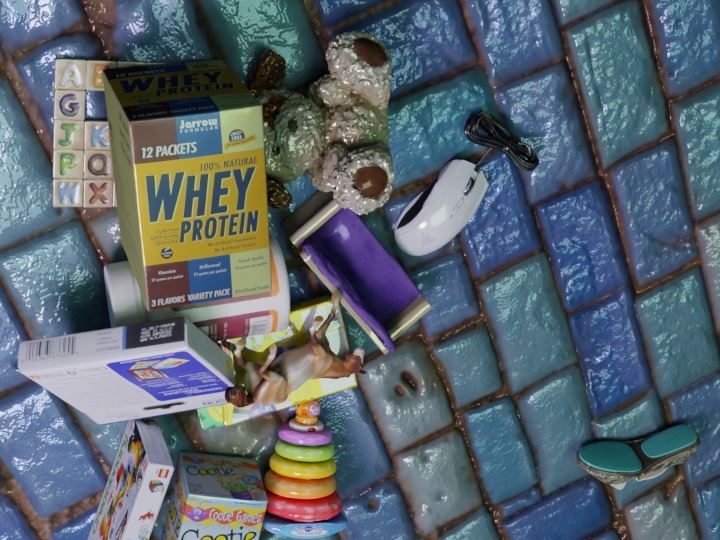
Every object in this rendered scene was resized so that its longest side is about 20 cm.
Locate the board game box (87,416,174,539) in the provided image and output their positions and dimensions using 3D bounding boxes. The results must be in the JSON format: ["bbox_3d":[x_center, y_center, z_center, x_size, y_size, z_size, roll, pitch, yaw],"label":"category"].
[{"bbox_3d":[-0.280,0.286,1.492,0.034,0.126,0.202,14,107,-25],"label":"board game box"}]

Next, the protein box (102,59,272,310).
[{"bbox_3d":[-0.184,-0.097,1.306,0.133,0.199,0.202,-9,115,-16],"label":"protein box"}]

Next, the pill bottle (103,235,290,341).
[{"bbox_3d":[-0.188,0.027,1.416,0.198,0.114,0.115,-8,115,-15],"label":"pill bottle"}]

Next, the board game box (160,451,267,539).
[{"bbox_3d":[-0.193,0.345,1.558,0.104,0.103,0.202,8,110,-17],"label":"board game box"}]

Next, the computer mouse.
[{"bbox_3d":[0.123,-0.093,1.516,0.109,0.044,0.201,36,97,-30],"label":"computer mouse"}]

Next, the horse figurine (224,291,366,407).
[{"bbox_3d":[-0.081,0.108,1.433,0.199,0.050,0.133,-28,145,-25],"label":"horse figurine"}]

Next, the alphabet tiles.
[{"bbox_3d":[-0.242,-0.150,1.379,0.198,0.008,0.169,-1,113,-19],"label":"alphabet tiles"}]

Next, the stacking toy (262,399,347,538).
[{"bbox_3d":[-0.071,0.229,1.570,0.115,0.110,0.203,3,97,-20],"label":"stacking toy"}]

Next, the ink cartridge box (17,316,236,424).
[{"bbox_3d":[-0.250,0.115,1.395,0.195,0.048,0.200,-10,158,10],"label":"ink cartridge box"}]

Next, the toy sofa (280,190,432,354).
[{"bbox_3d":[0.000,0.000,1.483,0.083,0.098,0.200,-39,119,1],"label":"toy sofa"}]

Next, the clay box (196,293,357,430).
[{"bbox_3d":[-0.112,0.111,1.506,0.198,0.048,0.116,-15,101,-12],"label":"clay box"}]

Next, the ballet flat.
[{"bbox_3d":[0.396,0.276,1.773,0.198,0.068,0.076,-11,132,-18],"label":"ballet flat"}]

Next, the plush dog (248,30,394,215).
[{"bbox_3d":[-0.053,-0.157,1.391,0.170,0.160,0.203,-1,86,-4],"label":"plush dog"}]
